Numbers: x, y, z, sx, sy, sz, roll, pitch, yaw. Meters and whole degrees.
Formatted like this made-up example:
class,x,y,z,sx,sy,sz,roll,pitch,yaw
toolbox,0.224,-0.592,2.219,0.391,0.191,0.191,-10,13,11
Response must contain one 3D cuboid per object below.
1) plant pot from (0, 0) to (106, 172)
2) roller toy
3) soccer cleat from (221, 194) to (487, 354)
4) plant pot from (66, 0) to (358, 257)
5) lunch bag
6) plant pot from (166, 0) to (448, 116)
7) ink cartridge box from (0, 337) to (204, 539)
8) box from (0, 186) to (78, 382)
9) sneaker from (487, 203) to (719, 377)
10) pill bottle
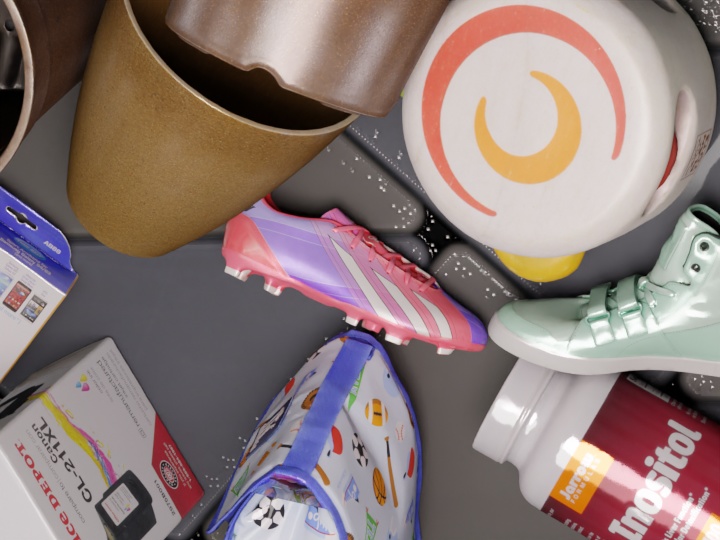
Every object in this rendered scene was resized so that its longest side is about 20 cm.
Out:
class,x,y,z,sx,sy,sz,roll,pitch,yaw
plant pot,-0.272,-0.166,1.662,0.200,0.198,0.201,7,112,17
roller toy,0.132,-0.104,1.579,0.182,0.140,0.200,-24,89,27
soccer cleat,0.000,0.000,1.708,0.200,0.067,0.077,21,90,6
plant pot,-0.119,-0.104,1.658,0.186,0.186,0.200,41,130,1
lunch bag,-0.030,0.163,1.695,0.124,0.170,0.200,12,129,12
plant pot,-0.013,-0.212,1.486,0.200,0.200,0.199,25,101,9
ink cartridge box,-0.213,0.157,1.757,0.083,0.200,0.146,-26,99,25
box,-0.301,0.029,1.821,0.119,0.041,0.200,35,118,-7
sneaker,0.186,0.005,1.630,0.200,0.074,0.118,2,116,3
pill bottle,0.182,0.134,1.663,0.200,0.113,0.113,29,116,7
